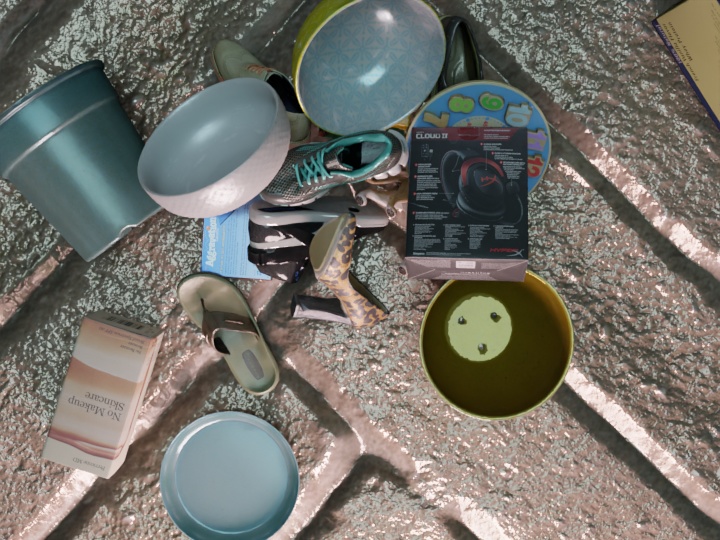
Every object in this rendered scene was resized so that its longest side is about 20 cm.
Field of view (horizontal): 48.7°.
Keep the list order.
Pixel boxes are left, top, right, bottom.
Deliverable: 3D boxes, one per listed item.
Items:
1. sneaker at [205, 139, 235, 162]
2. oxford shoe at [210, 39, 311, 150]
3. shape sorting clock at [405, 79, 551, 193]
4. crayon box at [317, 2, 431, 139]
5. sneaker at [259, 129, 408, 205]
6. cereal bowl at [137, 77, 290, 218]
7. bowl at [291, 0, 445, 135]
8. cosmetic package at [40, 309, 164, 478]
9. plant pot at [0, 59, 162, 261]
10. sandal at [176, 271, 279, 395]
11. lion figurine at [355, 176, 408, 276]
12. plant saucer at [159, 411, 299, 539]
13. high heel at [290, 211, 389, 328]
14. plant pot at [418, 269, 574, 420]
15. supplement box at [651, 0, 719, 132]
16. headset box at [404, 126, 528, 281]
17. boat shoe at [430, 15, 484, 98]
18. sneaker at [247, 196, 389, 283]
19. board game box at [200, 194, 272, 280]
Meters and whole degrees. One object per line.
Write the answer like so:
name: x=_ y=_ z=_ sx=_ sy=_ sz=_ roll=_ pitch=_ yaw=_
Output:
sneaker: x=-0.117 y=-0.152 z=1.069 sx=0.198 sy=0.074 sz=0.088 roll=-8 pitch=92 yaw=-6
oxford shoe: x=-0.127 y=-0.250 z=1.056 sx=0.071 sy=0.074 sz=0.200 roll=-34 pitch=71 yaw=-31
shape sorting clock: x=0.157 y=-0.159 z=1.072 sx=0.198 sy=0.039 sz=0.201 roll=-1 pitch=125 yaw=-2
crayon box: x=0.017 y=-0.273 z=1.093 sx=0.126 sy=0.051 sz=0.202 roll=9 pitch=94 yaw=-2
sneaker: x=-0.039 y=-0.135 z=0.987 sx=0.198 sy=0.091 sz=0.078 roll=-19 pitch=90 yaw=5
cereal bowl: x=-0.170 y=-0.141 z=0.983 sx=0.199 sy=0.200 sz=0.083 roll=-34 pitch=136 yaw=1
bowl: x=-0.004 y=-0.282 z=1.001 sx=0.199 sy=0.201 sz=0.108 roll=-29 pitch=52 yaw=1
cosmetic package: x=-0.353 y=0.167 z=1.095 sx=0.103 sy=0.087 sz=0.202 roll=17 pitch=93 yaw=-3
plant pot: x=-0.356 y=-0.132 z=1.034 sx=0.200 sy=0.200 sz=0.197 roll=-36 pitch=103 yaw=1
sandal: x=-0.179 y=0.087 z=1.105 sx=0.080 sy=0.057 sz=0.202 roll=-34 pitch=97 yaw=6
lion figurine: x=0.083 y=-0.065 z=1.080 sx=0.122 sy=0.072 sz=0.201 roll=-34 pitch=101 yaw=-39
plant saucer: x=-0.185 y=0.298 z=1.138 sx=0.198 sy=0.027 sz=0.202 roll=0 pitch=94 yaw=-1
high heel: x=0.000 y=0.000 z=1.057 sx=0.141 sy=0.072 sz=0.201 roll=7 pitch=136 yaw=-21
plant pot: x=0.171 y=0.087 z=1.075 sx=0.198 sy=0.142 sz=0.202 roll=0 pitch=93 yaw=-1
supplement box: x=0.518 y=-0.300 z=1.028 sx=0.134 sy=0.200 sz=0.201 roll=-34 pitch=94 yaw=1
headset box: x=0.134 y=-0.093 z=0.993 sx=0.147 sy=0.075 sz=0.202 roll=1 pitch=69 yaw=7
boat shoe: x=0.133 y=-0.241 z=1.074 sx=0.073 sy=0.065 sz=0.202 roll=-20 pitch=108 yaw=-13
sneaker: x=-0.062 y=-0.039 z=1.100 sx=0.198 sy=0.073 sz=0.113 roll=-1 pitch=118 yaw=-21
board game box: x=-0.167 y=-0.090 z=1.116 sx=0.102 sy=0.019 sz=0.202 roll=5 pitch=94 yaw=-4
